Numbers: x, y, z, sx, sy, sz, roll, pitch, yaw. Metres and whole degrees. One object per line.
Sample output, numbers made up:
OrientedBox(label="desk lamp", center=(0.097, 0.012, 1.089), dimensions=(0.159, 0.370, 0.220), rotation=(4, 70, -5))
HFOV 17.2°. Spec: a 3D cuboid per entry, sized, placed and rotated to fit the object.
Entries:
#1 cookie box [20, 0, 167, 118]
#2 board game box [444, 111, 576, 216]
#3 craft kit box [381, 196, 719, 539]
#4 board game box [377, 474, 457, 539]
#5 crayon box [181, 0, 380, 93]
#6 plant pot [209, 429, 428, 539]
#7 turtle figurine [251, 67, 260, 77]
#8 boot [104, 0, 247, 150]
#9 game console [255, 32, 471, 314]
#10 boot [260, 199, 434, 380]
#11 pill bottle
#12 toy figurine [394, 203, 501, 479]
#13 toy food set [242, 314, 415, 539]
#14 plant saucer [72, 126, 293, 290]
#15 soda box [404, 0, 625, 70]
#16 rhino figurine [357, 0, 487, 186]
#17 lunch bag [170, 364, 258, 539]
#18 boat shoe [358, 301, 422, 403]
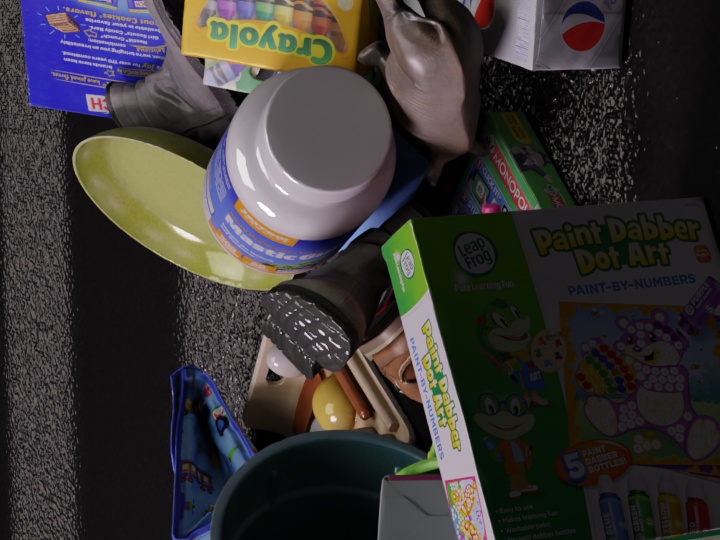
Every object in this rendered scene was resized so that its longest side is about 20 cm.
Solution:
OrientedBox(label="cookie box", center=(-0.180, -0.211, 1.870), dimensions=(0.201, 0.170, 0.076), rotation=(95, -175, -49))
OrientedBox(label="board game box", center=(0.111, 0.015, 1.533), dimensions=(0.201, 0.029, 0.135), rotation=(65, 146, 36))
OrientedBox(label="craft kit box", center=(0.128, 0.062, 1.319), dimensions=(0.049, 0.199, 0.199), rotation=(-48, 53, 55))
OrientedBox(label="board game box", center=(0.086, 0.202, 1.407), dimensions=(0.201, 0.146, 0.065), rotation=(87, -176, -48))
OrientedBox(label="crayon box", center=(-0.048, -0.203, 1.566), dimensions=(0.052, 0.125, 0.202), rotation=(-46, -35, -64))
OrientedBox(label="plant pot", center=(-0.017, 0.252, 1.664), dimensions=(0.197, 0.199, 0.201), rotation=(102, 149, -45))
OrientedBox(label="turtle figurine", center=(-0.052, -0.162, 1.763), dimensions=(0.201, 0.100, 0.150), rotation=(70, 155, 14))
OrientedBox(label="boot", center=(-0.148, -0.148, 1.829), dimensions=(0.131, 0.070, 0.201), rotation=(-9, 130, 32))
OrientedBox(label="game console", center=(-0.015, -0.082, 1.681), dimensions=(0.177, 0.031, 0.201), rotation=(42, 131, 17))
OrientedBox(label="boot", center=(0.000, 0.000, 1.549), dimensions=(0.068, 0.131, 0.200), rotation=(45, 170, -1))
OrientedBox(label="pill bottle", center=(-0.038, -0.068, 1.557), dimensions=(0.200, 0.111, 0.113), rotation=(135, 127, -75))
OrientedBox(label="toy figurine", center=(0.089, 0.057, 1.456), dimensions=(0.200, 0.149, 0.185), rotation=(87, -178, -68))
OrientedBox(label="toy food set", center=(-0.032, 0.128, 1.798), dimensions=(0.200, 0.060, 0.144), rotation=(58, 142, 43))
OrientedBox(label="plant saucer", center=(-0.134, -0.055, 1.880), dimensions=(0.031, 0.199, 0.200), rotation=(-60, 16, -24))
OrientedBox(label="soda box", center=(0.089, -0.176, 1.505), dimensions=(0.200, 0.068, 0.064), rotation=(29, 120, 58))
OrientedBox(label="rhino figurine", center=(0.043, -0.117, 1.492), dimensions=(0.088, 0.060, 0.200), rotation=(51, 167, 24))
OrientedBox(label="lunch bag", center=(-0.103, 0.180, 1.893), dimensions=(0.201, 0.093, 0.151), rotation=(-110, 2, -49))
OrientedBox(label="boat shoe", center=(0.044, 0.049, 1.582), dimensions=(0.068, 0.072, 0.200), rotation=(45, 179, 2))
